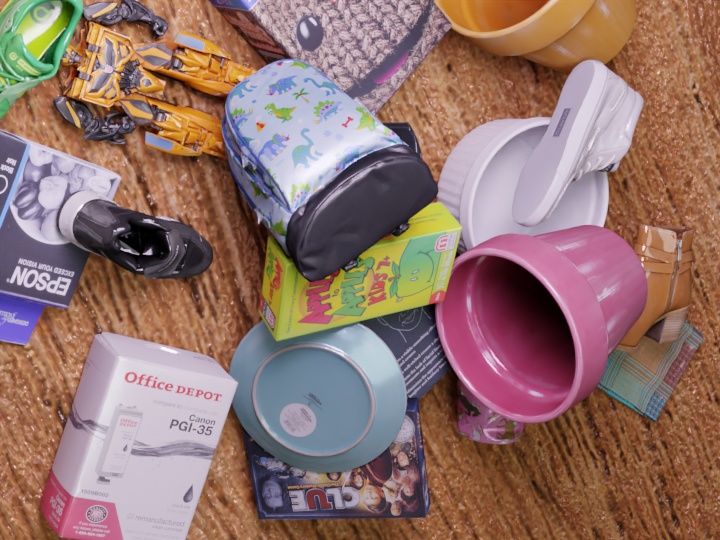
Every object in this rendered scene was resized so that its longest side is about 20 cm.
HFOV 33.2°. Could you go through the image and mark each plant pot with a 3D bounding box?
[{"bbox_3d":[0.211,-0.312,1.340,0.183,0.200,0.201,26,91,-47],"label":"plant pot"},{"bbox_3d":[0.210,0.039,1.314,0.179,0.199,0.201,-28,117,-38],"label":"plant pot"}]

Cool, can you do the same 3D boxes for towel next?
[{"bbox_3d":[0.373,0.106,1.633,0.199,0.022,0.147,32,88,-32],"label":"towel"}]

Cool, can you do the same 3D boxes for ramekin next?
[{"bbox_3d":[0.183,-0.085,1.426,0.199,0.105,0.202,-8,107,-28],"label":"ramekin"}]

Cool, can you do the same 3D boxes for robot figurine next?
[{"bbox_3d":[-0.205,-0.186,1.209,0.199,0.058,0.146,15,95,-32],"label":"robot figurine"}]

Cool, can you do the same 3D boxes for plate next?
[{"bbox_3d":[-0.049,0.136,1.306,0.199,0.026,0.202,4,113,9],"label":"plate"}]

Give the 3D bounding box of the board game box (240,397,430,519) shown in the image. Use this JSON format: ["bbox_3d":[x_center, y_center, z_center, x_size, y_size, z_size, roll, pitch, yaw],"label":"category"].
[{"bbox_3d":[-0.027,0.214,1.367,0.198,0.035,0.136,-4,110,12],"label":"board game box"}]

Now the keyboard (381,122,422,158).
[{"bbox_3d":[-0.028,-0.092,1.278,0.021,0.199,0.128,-38,126,-63],"label":"keyboard"}]

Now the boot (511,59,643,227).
[{"bbox_3d":[0.249,-0.126,1.346,0.095,0.073,0.201,26,90,-26],"label":"boot"}]

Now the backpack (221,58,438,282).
[{"bbox_3d":[-0.050,-0.111,1.175,0.163,0.200,0.154,-34,129,-10],"label":"backpack"}]

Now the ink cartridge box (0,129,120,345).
[{"bbox_3d":[-0.342,-0.027,1.148,0.198,0.043,0.201,19,95,-56],"label":"ink cartridge box"}]

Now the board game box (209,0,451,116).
[{"bbox_3d":[-0.032,-0.273,1.259,0.160,0.097,0.200,-50,121,-8],"label":"board game box"}]

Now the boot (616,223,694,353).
[{"bbox_3d":[0.351,0.018,1.542,0.199,0.073,0.156,-7,109,-42],"label":"boot"}]

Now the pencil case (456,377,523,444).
[{"bbox_3d":[0.164,0.113,1.486,0.083,0.086,0.202,-21,117,-57],"label":"pencil case"}]

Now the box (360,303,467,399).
[{"bbox_3d":[0.027,0.033,1.371,0.148,0.107,0.200,-42,120,-12],"label":"box"}]

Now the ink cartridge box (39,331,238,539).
[{"bbox_3d":[-0.235,0.183,1.281,0.146,0.083,0.201,16,96,-31],"label":"ink cartridge box"}]

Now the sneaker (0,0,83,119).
[{"bbox_3d":[-0.331,-0.193,1.123,0.074,0.083,0.201,38,86,-31],"label":"sneaker"}]

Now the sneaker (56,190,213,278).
[{"bbox_3d":[-0.206,-0.021,1.211,0.200,0.090,0.067,23,93,-54],"label":"sneaker"}]

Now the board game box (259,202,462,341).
[{"bbox_3d":[0.000,0.000,1.235,0.199,0.048,0.102,-13,135,-26],"label":"board game box"}]
